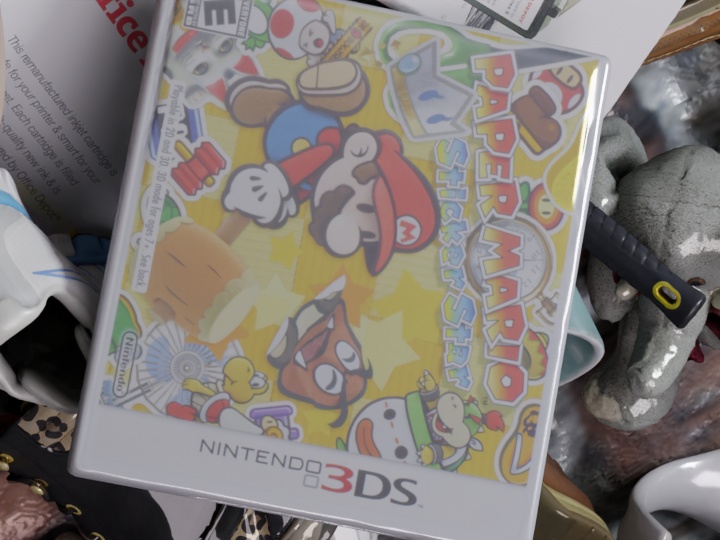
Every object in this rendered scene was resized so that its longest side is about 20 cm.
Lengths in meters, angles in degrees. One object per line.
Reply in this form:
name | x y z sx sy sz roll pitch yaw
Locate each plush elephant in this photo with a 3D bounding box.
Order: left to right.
plush elephant | 0.165 -0.001 1.282 0.154 0.164 0.202 -8 108 -58

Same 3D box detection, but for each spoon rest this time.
spoon rest | 0.216 0.126 1.477 0.199 0.061 0.100 -8 128 -38

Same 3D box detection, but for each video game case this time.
video game case | -0.006 -0.003 1.042 0.181 0.023 0.202 11 81 -6

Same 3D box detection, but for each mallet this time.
mallet | 0.080 -0.053 1.216 0.199 0.041 0.066 33 107 6

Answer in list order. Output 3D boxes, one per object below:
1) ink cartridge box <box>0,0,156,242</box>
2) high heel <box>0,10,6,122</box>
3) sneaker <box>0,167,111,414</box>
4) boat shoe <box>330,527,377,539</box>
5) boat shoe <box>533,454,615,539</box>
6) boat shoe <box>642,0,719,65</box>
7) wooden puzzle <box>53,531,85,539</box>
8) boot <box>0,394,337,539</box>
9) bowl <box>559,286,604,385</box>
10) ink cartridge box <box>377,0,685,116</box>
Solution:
ink cartridge box | -0.164 -0.069 1.127 0.199 0.088 0.146 -35 131 1
high heel | -0.203 -0.131 1.033 0.067 0.096 0.201 -32 110 -50
sneaker | -0.125 0.027 1.088 0.075 0.087 0.200 -39 158 6
boat shoe | -0.026 0.084 1.312 0.071 0.069 0.201 -5 123 20
boat shoe | 0.058 0.101 1.364 0.072 0.068 0.200 -38 133 9
boat shoe | 0.182 -0.132 1.261 0.199 0.072 0.068 -26 129 -7
wooden puzzle | -0.171 0.246 1.373 0.200 0.037 0.185 -39 130 3
boot | -0.121 0.122 1.266 0.150 0.073 0.200 43 113 -15
bowl | 0.000 0.000 1.162 0.199 0.106 0.201 -6 165 -2
ink cartridge box | 0.024 -0.160 1.116 0.199 0.146 0.084 26 106 -37
